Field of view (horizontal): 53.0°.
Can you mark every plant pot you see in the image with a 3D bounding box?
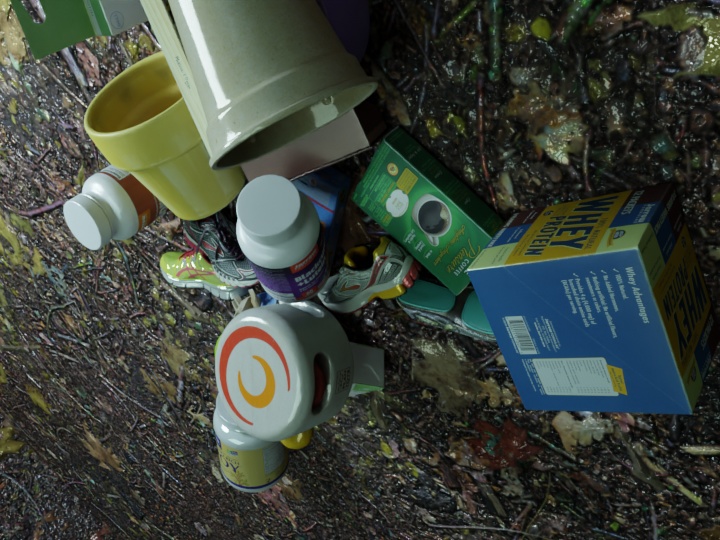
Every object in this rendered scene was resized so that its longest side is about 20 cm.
[{"bbox_3d":[-0.107,-0.233,0.755,0.199,0.199,0.186,-22,96,47],"label":"plant pot"},{"bbox_3d":[-0.261,-0.185,1.044,0.197,0.202,0.191,10,142,34],"label":"plant pot"}]

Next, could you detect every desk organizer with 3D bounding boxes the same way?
[{"bbox_3d":[-0.068,-0.172,0.936,0.197,0.072,0.078,-17,110,32],"label":"desk organizer"}]

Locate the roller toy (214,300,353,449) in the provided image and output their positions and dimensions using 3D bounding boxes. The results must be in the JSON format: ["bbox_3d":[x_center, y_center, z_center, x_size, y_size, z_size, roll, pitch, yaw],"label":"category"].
[{"bbox_3d":[-0.104,0.142,1.041,0.182,0.139,0.202,-42,71,31],"label":"roller toy"}]

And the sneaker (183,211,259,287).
[{"bbox_3d":[-0.226,-0.044,1.179,0.198,0.080,0.076,34,145,25],"label":"sneaker"}]

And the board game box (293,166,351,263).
[{"bbox_3d":[-0.098,-0.089,1.086,0.150,0.037,0.202,33,137,15],"label":"board game box"}]

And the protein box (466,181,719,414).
[{"bbox_3d":[0.261,0.038,0.805,0.197,0.135,0.201,-8,116,43],"label":"protein box"}]

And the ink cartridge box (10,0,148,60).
[{"bbox_3d":[-0.366,-0.383,0.957,0.047,0.200,0.148,11,129,32],"label":"ink cartridge box"}]

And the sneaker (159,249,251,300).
[{"bbox_3d":[-0.276,-0.016,1.275,0.196,0.078,0.092,12,121,26],"label":"sneaker"}]

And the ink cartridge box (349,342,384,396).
[{"bbox_3d":[-0.064,0.172,1.196,0.115,0.069,0.198,15,155,-35],"label":"ink cartridge box"}]

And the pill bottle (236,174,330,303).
[{"bbox_3d":[-0.103,-0.041,0.961,0.110,0.112,0.201,31,164,16],"label":"pill bottle"}]

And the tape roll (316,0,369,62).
[{"bbox_3d":[-0.091,-0.306,0.874,0.197,0.085,0.203,22,133,26],"label":"tape roll"}]

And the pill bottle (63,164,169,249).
[{"bbox_3d":[-0.373,-0.121,1.169,0.110,0.200,0.114,22,135,24],"label":"pill bottle"}]

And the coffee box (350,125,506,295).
[{"bbox_3d":[0.089,-0.074,0.934,0.199,0.044,0.124,42,140,7],"label":"coffee box"}]

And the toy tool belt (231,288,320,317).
[{"bbox_3d":[-0.153,0.068,1.199,0.198,0.124,0.125,-15,99,43],"label":"toy tool belt"}]

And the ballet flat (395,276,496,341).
[{"bbox_3d":[0.143,0.057,0.986,0.197,0.072,0.073,16,131,31],"label":"ballet flat"}]

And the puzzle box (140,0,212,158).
[{"bbox_3d":[-0.180,-0.240,0.841,0.025,0.134,0.203,-14,116,16],"label":"puzzle box"}]

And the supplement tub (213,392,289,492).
[{"bbox_3d":[-0.214,0.322,1.426,0.143,0.145,0.203,22,134,25],"label":"supplement tub"}]

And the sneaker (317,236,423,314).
[{"bbox_3d":[0.000,0.000,1.030,0.082,0.079,0.198,43,141,-20],"label":"sneaker"}]
